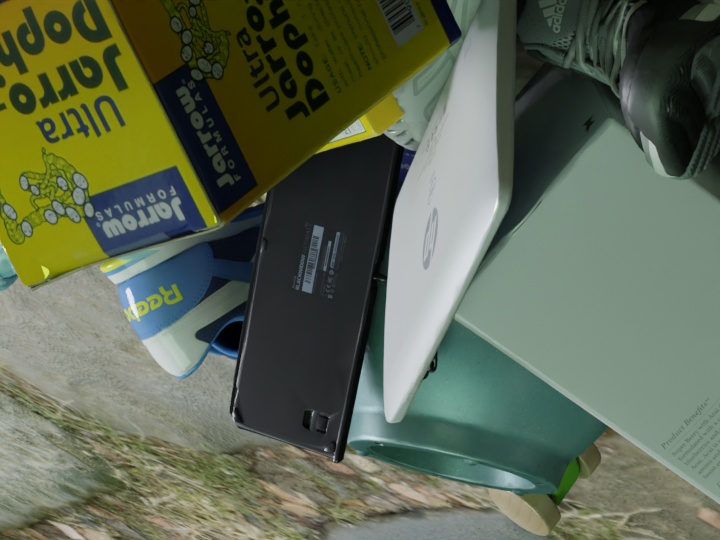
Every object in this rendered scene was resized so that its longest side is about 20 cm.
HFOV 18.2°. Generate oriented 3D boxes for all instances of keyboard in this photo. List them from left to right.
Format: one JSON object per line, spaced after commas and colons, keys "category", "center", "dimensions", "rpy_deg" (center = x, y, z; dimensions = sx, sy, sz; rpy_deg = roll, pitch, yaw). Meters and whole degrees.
{"category": "keyboard", "center": [0.000, 0.000, 1.161], "dimensions": [0.127, 0.201, 0.021], "rpy_deg": [16, -169, 32]}

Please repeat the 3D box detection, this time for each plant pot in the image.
{"category": "plant pot", "center": [0.063, 0.046, 1.233], "dimensions": [0.200, 0.135, 0.200], "rpy_deg": [14, 169, 3]}

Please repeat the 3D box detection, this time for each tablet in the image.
{"category": "tablet", "center": [0.038, -0.031, 1.006], "dimensions": [0.014, 0.130, 0.200], "rpy_deg": [9, 147, -9]}

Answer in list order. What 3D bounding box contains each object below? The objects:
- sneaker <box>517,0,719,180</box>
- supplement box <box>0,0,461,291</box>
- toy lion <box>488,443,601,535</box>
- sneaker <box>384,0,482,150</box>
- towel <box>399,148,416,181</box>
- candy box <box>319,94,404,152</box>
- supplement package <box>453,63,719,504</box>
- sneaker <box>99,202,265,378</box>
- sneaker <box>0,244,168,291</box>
{"category": "sneaker", "center": [0.105, -0.093, 0.948], "dimensions": [0.115, 0.075, 0.200], "rpy_deg": [22, -168, 16]}
{"category": "supplement box", "center": [-0.065, -0.092, 0.905], "dimensions": [0.109, 0.200, 0.110], "rpy_deg": [-17, 106, 37]}
{"category": "toy lion", "center": [0.037, 0.062, 1.415], "dimensions": [0.200, 0.069, 0.192], "rpy_deg": [24, 156, 39]}
{"category": "sneaker", "center": [0.044, -0.121, 1.038], "dimensions": [0.081, 0.075, 0.200], "rpy_deg": [5, 148, 8]}
{"category": "towel", "center": [-0.010, -0.096, 1.200], "dimensions": [0.144, 0.024, 0.200], "rpy_deg": [10, 153, 27]}
{"category": "candy box", "center": [-0.062, -0.144, 1.037], "dimensions": [0.102, 0.026, 0.200], "rpy_deg": [-10, 112, 55]}
{"category": "supplement package", "center": [0.145, 0.004, 1.073], "dimensions": [0.200, 0.121, 0.120], "rpy_deg": [35, -162, -19]}
{"category": "sneaker", "center": [-0.060, 0.008, 1.282], "dimensions": [0.074, 0.200, 0.082], "rpy_deg": [-29, 82, 43]}
{"category": "sneaker", "center": [-0.185, -0.014, 1.123], "dimensions": [0.200, 0.082, 0.074], "rpy_deg": [8, -166, 19]}
